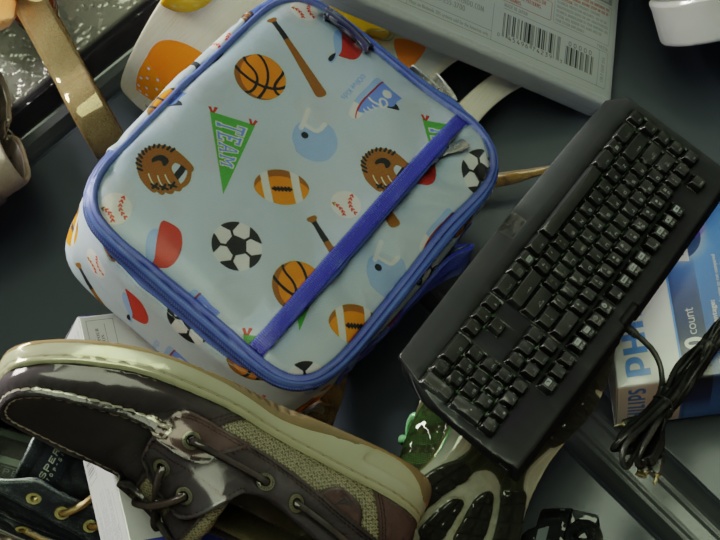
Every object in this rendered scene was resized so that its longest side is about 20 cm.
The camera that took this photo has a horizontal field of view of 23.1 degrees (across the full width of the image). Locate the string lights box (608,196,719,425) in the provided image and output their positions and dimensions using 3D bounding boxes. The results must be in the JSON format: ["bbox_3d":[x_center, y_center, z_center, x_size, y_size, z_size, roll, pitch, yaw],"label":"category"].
[{"bbox_3d":[0.218,0.009,0.873,0.199,0.059,0.103,-7,65,5],"label":"string lights box"}]

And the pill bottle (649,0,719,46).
[{"bbox_3d":[0.172,-0.224,0.913,0.112,0.112,0.201,-16,104,0],"label":"pill bottle"}]

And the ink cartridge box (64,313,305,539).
[{"bbox_3d":[-0.071,0.115,0.815,0.094,0.044,0.201,-6,67,-26],"label":"ink cartridge box"}]

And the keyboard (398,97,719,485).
[{"bbox_3d":[0.116,0.016,0.813,0.127,0.021,0.200,40,62,1],"label":"keyboard"}]

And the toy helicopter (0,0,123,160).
[{"bbox_3d":[-0.178,-0.146,0.958,0.079,0.132,0.200,-29,65,-6],"label":"toy helicopter"}]

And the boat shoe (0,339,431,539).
[{"bbox_3d":[-0.066,0.088,0.762,0.199,0.072,0.065,22,58,-13],"label":"boat shoe"}]

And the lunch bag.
[{"bbox_3d":[-0.029,-0.032,0.838,0.160,0.076,0.200,39,58,4],"label":"lunch bag"}]

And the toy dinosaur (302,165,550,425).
[{"bbox_3d":[0.000,0.000,0.920,0.106,0.060,0.200,35,75,-7],"label":"toy dinosaur"}]

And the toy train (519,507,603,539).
[{"bbox_3d":[0.073,0.205,0.818,0.046,0.034,0.201,10,67,16],"label":"toy train"}]

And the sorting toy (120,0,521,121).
[{"bbox_3d":[0.001,-0.129,0.961,0.180,0.107,0.200,39,75,2],"label":"sorting toy"}]

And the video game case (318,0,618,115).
[{"bbox_3d":[0.057,-0.198,0.949,0.199,0.022,0.183,19,64,-24],"label":"video game case"}]

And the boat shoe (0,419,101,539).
[{"bbox_3d":[-0.126,0.110,0.857,0.199,0.091,0.071,13,68,13],"label":"boat shoe"}]

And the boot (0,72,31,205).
[{"bbox_3d":[-0.244,-0.024,0.935,0.146,0.070,0.201,-25,54,10],"label":"boot"}]

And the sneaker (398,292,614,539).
[{"bbox_3d":[0.046,0.091,0.865,0.077,0.089,0.200,36,90,-22],"label":"sneaker"}]
